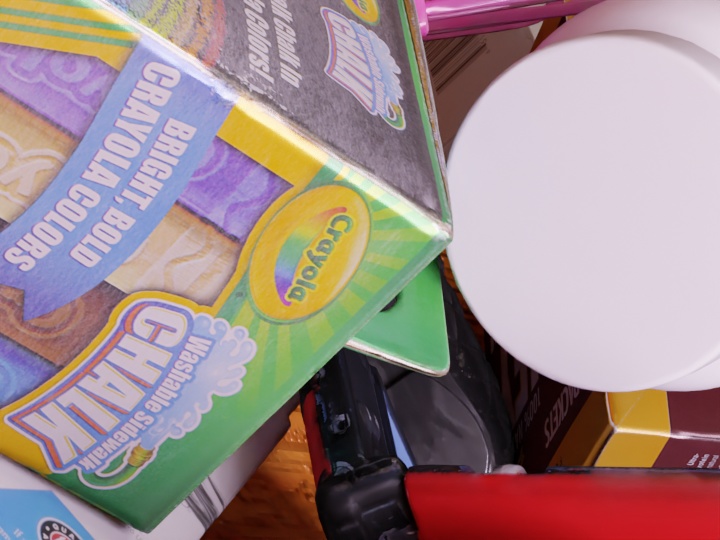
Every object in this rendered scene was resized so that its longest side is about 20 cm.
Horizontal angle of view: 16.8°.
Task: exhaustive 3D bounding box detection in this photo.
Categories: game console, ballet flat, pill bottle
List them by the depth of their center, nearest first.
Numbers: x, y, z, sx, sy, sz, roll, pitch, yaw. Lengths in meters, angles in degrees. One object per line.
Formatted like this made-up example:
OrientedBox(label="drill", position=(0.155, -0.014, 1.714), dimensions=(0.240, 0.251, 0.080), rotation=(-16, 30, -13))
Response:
OrientedBox(label="game console", position=(0.070, 0.103, 0.706), dimensions=(0.173, 0.118, 0.201), rotation=(-102, 172, -58))
OrientedBox(label="pill bottle", position=(0.104, -0.027, 0.723), dimensions=(0.116, 0.116, 0.200), rotation=(54, 25, 9))
OrientedBox(label="ballet flat", position=(0.000, 0.000, 0.898), dimensions=(0.057, 0.066, 0.201), rotation=(51, 18, -83))

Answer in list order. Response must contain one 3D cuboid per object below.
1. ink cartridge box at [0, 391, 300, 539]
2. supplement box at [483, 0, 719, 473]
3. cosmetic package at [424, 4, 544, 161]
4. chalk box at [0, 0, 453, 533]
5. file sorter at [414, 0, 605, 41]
OrientedBox(label="ink cartridge box", position=(-0.095, 0.041, 0.680), dimensions=(0.116, 0.067, 0.200), rotation=(48, 25, -2))
OrientedBox(label="supplement box", position=(0.159, 0.017, 0.914), dimensions=(0.198, 0.133, 0.198), rotation=(5, 55, -12))
OrientedBox(label="cosmetic package", position=(0.113, -0.055, 1.143), dimensions=(0.199, 0.081, 0.113), rotation=(32, 29, -32))
OrientedBox(label="chalk box", position=(-0.061, -0.031, 0.617), dimensions=(0.200, 0.124, 0.125), rotation=(34, 27, -26))
OrientedBox(label="file sorter", position=(0.033, -0.144, 0.776), dimensions=(0.200, 0.125, 0.140), rotation=(-174, -106, -77))
